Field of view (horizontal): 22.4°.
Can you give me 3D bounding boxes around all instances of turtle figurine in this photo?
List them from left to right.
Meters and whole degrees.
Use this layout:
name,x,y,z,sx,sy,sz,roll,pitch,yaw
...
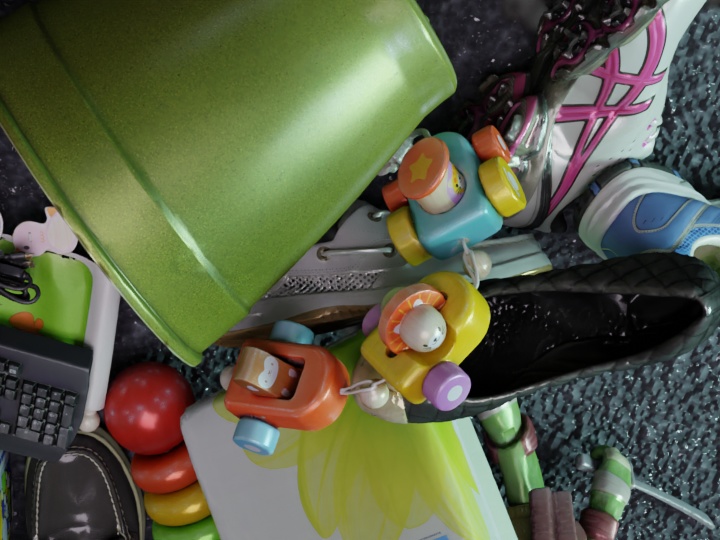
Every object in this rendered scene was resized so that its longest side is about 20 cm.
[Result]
name,x,y,z,sx,sy,sz,roll,pitch,yaw
turtle figurine,0.088,0.147,1.099,0.143,0.200,0.195,-26,99,34

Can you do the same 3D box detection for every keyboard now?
name,x,y,z,sx,sy,sz,roll,pitch,yaw
keyboard,-0.246,0.035,1.009,0.199,0.021,0.128,14,115,-2

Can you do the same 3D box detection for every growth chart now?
name,x,y,z,sx,sy,sz,roll,pitch,yaw
growth chart,-0.230,0.026,1.025,0.198,0.018,0.146,4,115,4

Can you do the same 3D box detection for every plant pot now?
name,x,y,z,sx,sy,sz,roll,pitch,yaw
plant pot,-0.062,-0.089,0.907,0.192,0.200,0.201,-35,116,0

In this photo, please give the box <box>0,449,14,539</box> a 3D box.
name,x,y,z,sx,sy,sz,roll,pitch,yaw
box,-0.236,0.162,1.005,0.064,0.200,0.070,-2,119,-3

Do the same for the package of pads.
name,x,y,z,sx,sy,sz,roll,pitch,yaw
package of pads,-0.001,0.142,1.005,0.154,0.068,0.201,-23,83,23

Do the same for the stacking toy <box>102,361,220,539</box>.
name,x,y,z,sx,sy,sz,roll,pitch,yaw
stacking toy,-0.095,0.141,1.085,0.085,0.085,0.201,-20,111,6

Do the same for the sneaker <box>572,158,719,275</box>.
name,x,y,z,sx,sy,sz,roll,pitch,yaw
sneaker,0.206,0.000,1.007,0.199,0.077,0.076,9,125,-35

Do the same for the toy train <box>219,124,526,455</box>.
name,x,y,z,sx,sy,sz,roll,pitch,yaw
toy train,0.000,0.000,0.927,0.056,0.150,0.201,42,65,-49

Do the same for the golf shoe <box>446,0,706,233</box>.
name,x,y,z,sx,sy,sz,roll,pitch,yaw
golf shoe,0.131,-0.103,0.975,0.092,0.073,0.200,25,123,-28

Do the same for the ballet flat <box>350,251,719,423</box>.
name,x,y,z,sx,sy,sz,roll,pitch,yaw
ballet flat,0.086,0.031,0.918,0.199,0.057,0.067,-18,88,13

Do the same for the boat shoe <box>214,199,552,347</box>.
name,x,y,z,sx,sy,sz,roll,pitch,yaw
boat shoe,0.005,-0.007,1.011,0.198,0.071,0.070,-9,80,2

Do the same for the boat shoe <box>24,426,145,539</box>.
name,x,y,z,sx,sy,sz,roll,pitch,yaw
boat shoe,-0.164,0.188,1.101,0.071,0.066,0.202,-4,120,-5
